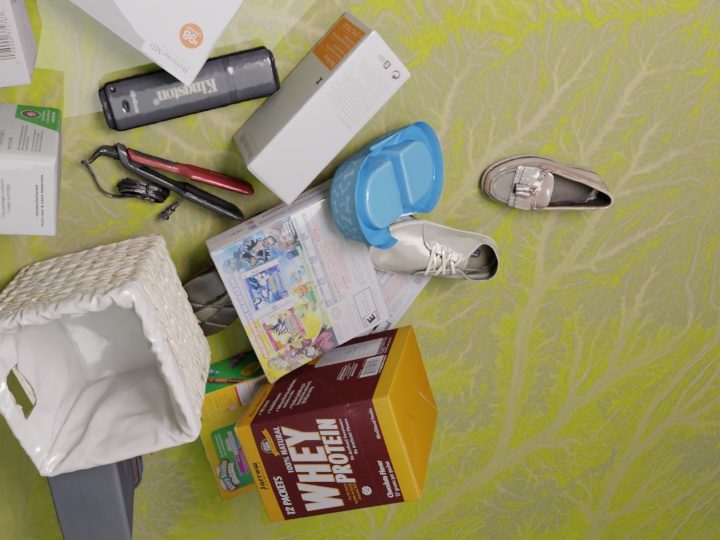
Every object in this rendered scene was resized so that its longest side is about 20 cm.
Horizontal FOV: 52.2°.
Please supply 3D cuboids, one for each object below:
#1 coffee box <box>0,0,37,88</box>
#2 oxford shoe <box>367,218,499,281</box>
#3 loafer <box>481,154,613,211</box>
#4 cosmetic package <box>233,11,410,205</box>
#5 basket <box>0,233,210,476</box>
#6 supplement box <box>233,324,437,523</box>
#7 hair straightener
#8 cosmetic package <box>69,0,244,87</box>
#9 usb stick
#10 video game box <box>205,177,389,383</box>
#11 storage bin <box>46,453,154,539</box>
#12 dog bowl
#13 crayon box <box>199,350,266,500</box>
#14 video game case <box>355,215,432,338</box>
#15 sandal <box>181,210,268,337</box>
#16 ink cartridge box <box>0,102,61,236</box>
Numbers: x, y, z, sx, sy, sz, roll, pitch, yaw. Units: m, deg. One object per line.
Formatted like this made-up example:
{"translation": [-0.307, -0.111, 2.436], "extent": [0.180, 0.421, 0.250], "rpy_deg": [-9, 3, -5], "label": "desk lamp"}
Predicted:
{"translation": [-0.408, -0.210, 0.668], "extent": [0.195, 0.114, 0.082], "rpy_deg": [-11, 123, -14], "label": "coffee box"}
{"translation": [0.102, -0.021, 0.961], "extent": [0.195, 0.058, 0.077], "rpy_deg": [4, 119, -22], "label": "oxford shoe"}
{"translation": [0.264, -0.116, 1.021], "extent": [0.195, 0.063, 0.074], "rpy_deg": [0, 118, -22], "label": "loafer"}
{"translation": [-0.048, -0.185, 0.833], "extent": [0.200, 0.102, 0.071], "rpy_deg": [-46, 124, 7], "label": "cosmetic package"}
{"translation": [-0.286, 0.087, 0.823], "extent": [0.194, 0.162, 0.202], "rpy_deg": [-13, 118, 6], "label": "basket"}
{"translation": [-0.021, 0.189, 0.933], "extent": [0.195, 0.198, 0.136], "rpy_deg": [-14, 106, 17], "label": "supplement box"}
{"translation": [-0.225, -0.090, 0.853], "extent": [0.196, 0.041, 0.078], "rpy_deg": [13, 113, -28], "label": "hair straightener"}
{"translation": [-0.209, -0.305, 0.715], "extent": [0.198, 0.052, 0.152], "rpy_deg": [33, 105, -24], "label": "cosmetic package"}
{"translation": [-0.185, -0.200, 0.811], "extent": [0.195, 0.033, 0.057], "rpy_deg": [-17, 123, -12], "label": "usb stick"}
{"translation": [-0.072, 0.015, 0.909], "extent": [0.179, 0.047, 0.204], "rpy_deg": [-27, 122, -13], "label": "video game box"}
{"translation": [-0.340, 0.260, 0.953], "extent": [0.142, 0.135, 0.205], "rpy_deg": [-9, 122, -16], "label": "storage bin"}
{"translation": [0.033, -0.104, 0.883], "extent": [0.200, 0.049, 0.114], "rpy_deg": [-41, 124, -44], "label": "dog bowl"}
{"translation": [-0.169, 0.222, 1.045], "extent": [0.116, 0.059, 0.204], "rpy_deg": [-17, 123, -11], "label": "crayon box"}
{"translation": [0.000, 0.000, 0.993], "extent": [0.179, 0.046, 0.202], "rpy_deg": [29, 105, -34], "label": "video game case"}
{"translation": [-0.167, 0.003, 0.925], "extent": [0.081, 0.055, 0.201], "rpy_deg": [39, 91, -24], "label": "sandal"}
{"translation": [-0.396, -0.105, 0.713], "extent": [0.195, 0.147, 0.085], "rpy_deg": [2, 120, -21], "label": "ink cartridge box"}
